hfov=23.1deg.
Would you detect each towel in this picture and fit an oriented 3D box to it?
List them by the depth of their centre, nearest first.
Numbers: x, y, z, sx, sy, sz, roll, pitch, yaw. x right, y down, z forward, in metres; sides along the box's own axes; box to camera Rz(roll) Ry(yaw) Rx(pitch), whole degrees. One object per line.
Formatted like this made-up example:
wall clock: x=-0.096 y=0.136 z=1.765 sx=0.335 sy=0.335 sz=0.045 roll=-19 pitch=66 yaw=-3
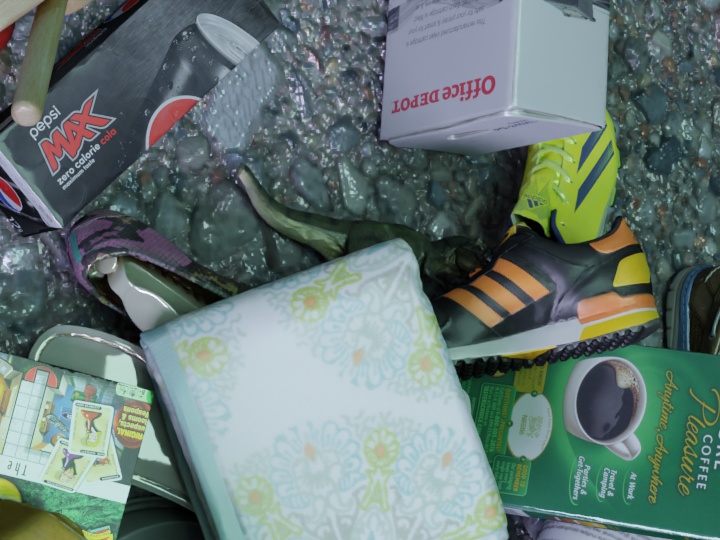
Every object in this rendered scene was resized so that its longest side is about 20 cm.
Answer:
towel: x=-0.019 y=0.102 z=1.026 sx=0.170 sy=0.048 sz=0.201 roll=-20 pitch=90 yaw=-17

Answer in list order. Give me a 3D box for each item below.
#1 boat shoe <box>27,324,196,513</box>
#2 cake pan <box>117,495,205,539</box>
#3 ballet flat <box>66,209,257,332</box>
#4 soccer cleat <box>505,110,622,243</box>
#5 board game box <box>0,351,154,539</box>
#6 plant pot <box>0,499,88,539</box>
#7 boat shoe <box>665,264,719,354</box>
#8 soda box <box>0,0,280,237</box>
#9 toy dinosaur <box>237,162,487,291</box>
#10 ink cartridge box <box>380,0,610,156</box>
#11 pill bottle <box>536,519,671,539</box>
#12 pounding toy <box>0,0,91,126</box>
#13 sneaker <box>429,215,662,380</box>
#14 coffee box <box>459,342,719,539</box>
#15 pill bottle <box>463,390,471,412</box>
boat shoe: x=-0.113 y=0.098 z=1.058 sx=0.199 sy=0.062 sz=0.075 roll=30 pitch=85 yaw=-12
cake pan: x=-0.117 y=0.238 z=1.061 sx=0.199 sy=0.037 sz=0.202 roll=3 pitch=84 yaw=-32
ballet flat: x=-0.093 y=0.034 z=1.070 sx=0.199 sy=0.069 sz=0.071 roll=32 pitch=26 yaw=-24
soccer cleat: x=0.134 y=-0.052 z=1.209 sx=0.083 sy=0.064 sz=0.202 roll=19 pitch=65 yaw=-45
board game box: x=-0.223 y=0.093 z=0.983 sx=0.199 sy=0.023 sz=0.105 roll=15 pitch=84 yaw=-15
plant pot: x=-0.186 y=0.230 z=0.901 sx=0.194 sy=0.195 sz=0.200 roll=40 pitch=74 yaw=-16
boat shoe: x=0.268 y=0.095 z=1.293 sx=0.072 sy=0.072 sz=0.201 roll=-5 pitch=89 yaw=-32
soda box: x=-0.143 y=-0.110 z=1.059 sx=0.200 sy=0.063 sz=0.071 roll=-47 pitch=110 yaw=-25
toy dinosaur: x=0.000 y=0.000 z=1.154 sx=0.199 sy=0.047 sz=0.089 roll=16 pitch=74 yaw=-25
ink cartridge box: x=0.090 y=-0.183 z=1.162 sx=0.083 sy=0.145 sz=0.201 roll=8 pitch=81 yaw=-34
pill bottle: x=0.171 y=0.207 z=1.199 sx=0.113 sy=0.113 sz=0.201 roll=40 pitch=66 yaw=-23
pounding toy: x=-0.190 y=-0.174 z=0.954 sx=0.184 sy=0.200 sz=0.143 roll=-43 pitch=108 yaw=-27
sneaker: x=0.089 y=0.017 z=1.132 sx=0.199 sy=0.070 sz=0.091 roll=-9 pitch=77 yaw=0
coffee box: x=0.154 y=0.108 z=1.157 sx=0.044 sy=0.199 sz=0.124 roll=46 pitch=52 yaw=-65
pill bottle: x=0.018 y=0.174 z=1.108 sx=0.110 sy=0.111 sz=0.201 roll=1 pitch=85 yaw=-32
